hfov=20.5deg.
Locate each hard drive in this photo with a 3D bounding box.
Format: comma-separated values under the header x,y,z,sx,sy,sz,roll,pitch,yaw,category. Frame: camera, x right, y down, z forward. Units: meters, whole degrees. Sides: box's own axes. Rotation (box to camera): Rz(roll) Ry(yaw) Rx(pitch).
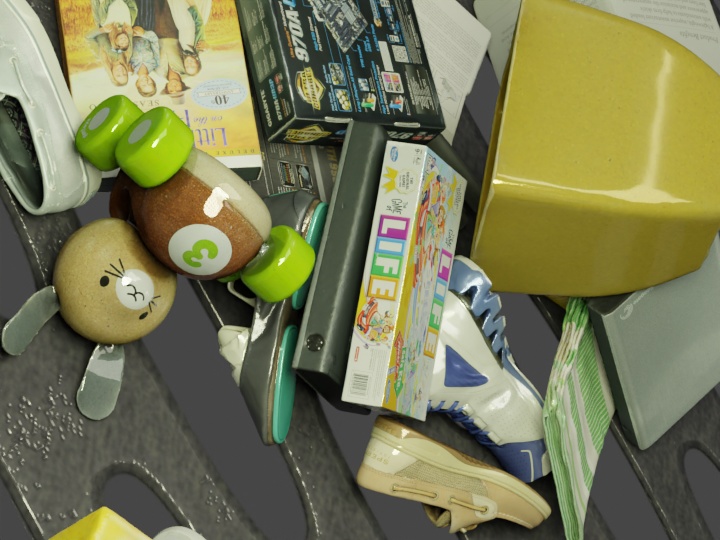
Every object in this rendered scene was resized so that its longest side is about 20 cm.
x,y,z,sx,sy,sz,roll,pitch,yaw,category
0.276,0.053,1.790,0.139,0.033,0.201,-40,138,-16,hard drive
0.000,0.000,1.576,0.140,0.033,0.201,50,51,-67,hard drive

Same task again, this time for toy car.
x,y,z,sx,sy,sz,roll,pitch,yaw,category
-0.166,0.004,1.446,0.164,0.158,0.200,44,78,-28,toy car

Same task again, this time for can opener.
x,y,z,sx,sy,sz,roll,pitch,yaw,category
0.043,-0.120,1.753,0.200,0.053,0.067,47,11,-38,can opener

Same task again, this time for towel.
x,y,z,sx,sy,sz,roll,pitch,yaw,category
0.193,0.122,1.734,0.200,0.023,0.153,-67,150,-54,towel

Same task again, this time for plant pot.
x,y,z,sx,sy,sz,roll,pitch,yaw,category
0.207,-0.089,1.664,0.198,0.196,0.195,11,64,1,plant pot

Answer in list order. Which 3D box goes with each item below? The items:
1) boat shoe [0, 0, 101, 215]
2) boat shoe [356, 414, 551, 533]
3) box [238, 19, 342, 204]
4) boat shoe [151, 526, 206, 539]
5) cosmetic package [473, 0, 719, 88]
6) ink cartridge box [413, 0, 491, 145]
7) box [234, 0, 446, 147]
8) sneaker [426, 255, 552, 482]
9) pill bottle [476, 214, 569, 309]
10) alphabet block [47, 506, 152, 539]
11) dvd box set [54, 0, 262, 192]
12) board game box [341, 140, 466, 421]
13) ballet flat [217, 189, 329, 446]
x,y,z,sx,sy,sz,roll,pitch,yaw,category
-0.265,-0.134,1.485,0.071,0.070,0.202,-29,92,-53,boat shoe
0.074,0.180,1.636,0.199,0.071,0.065,28,85,-35,boat shoe
-0.085,-0.110,1.657,0.158,0.048,0.201,7,63,-41,box
-0.089,0.273,1.431,0.201,0.071,0.070,58,15,5,boat shoe
0.242,-0.207,1.932,0.164,0.165,0.201,1,66,-42,cosmetic package
0.020,-0.219,1.819,0.200,0.045,0.177,40,45,-19,ink cartridge box
-0.023,-0.199,1.628,0.158,0.046,0.201,0,68,-39,box
0.078,0.100,1.676,0.115,0.080,0.200,-32,109,-22,sneaker
0.204,-0.019,1.830,0.199,0.109,0.110,33,48,-25,pill bottle
-0.164,0.301,1.242,0.200,0.195,0.197,38,44,-20,alphabet block
-0.164,-0.161,1.581,0.145,0.029,0.201,-4,68,-14,dvd box set
0.036,0.012,1.559,0.134,0.034,0.202,28,72,-72,board game box
-0.074,0.034,1.561,0.073,0.073,0.202,12,88,-38,ballet flat
